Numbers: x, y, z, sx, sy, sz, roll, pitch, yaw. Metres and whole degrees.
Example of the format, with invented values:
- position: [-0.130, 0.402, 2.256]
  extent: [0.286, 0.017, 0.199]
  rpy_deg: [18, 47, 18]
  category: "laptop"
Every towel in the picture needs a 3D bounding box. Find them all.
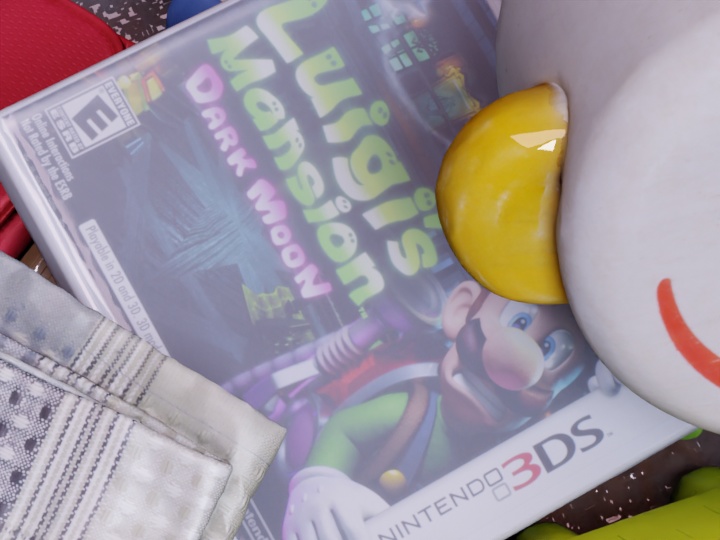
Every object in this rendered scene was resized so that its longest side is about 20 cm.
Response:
- position: [-0.149, 0.081, 0.891]
  extent: [0.192, 0.035, 0.201]
  rpy_deg: [28, 76, 8]
  category: "towel"

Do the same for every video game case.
- position: [0.000, 0.000, 0.986]
  extent: [0.181, 0.023, 0.201]
  rpy_deg: [-28, 84, -20]
  category: "video game case"

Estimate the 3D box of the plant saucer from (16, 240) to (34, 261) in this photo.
- position: [-0.178, 0.002, 1.059]
  extent: [0.199, 0.036, 0.201]
  rpy_deg: [0, 65, 1]
  category: "plant saucer"

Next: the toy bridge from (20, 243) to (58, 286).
- position: [-0.141, 0.090, 1.006]
  extent: [0.067, 0.027, 0.200]
  rpy_deg: [38, 82, -17]
  category: "toy bridge"

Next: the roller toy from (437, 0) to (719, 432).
- position: [0.138, -0.046, 0.904]
  extent: [0.199, 0.183, 0.140]
  rpy_deg: [25, 31, -29]
  category: "roller toy"

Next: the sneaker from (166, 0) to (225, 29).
- position: [-0.047, -0.008, 1.040]
  extent: [0.111, 0.077, 0.201]
  rpy_deg: [-22, 73, -20]
  category: "sneaker"

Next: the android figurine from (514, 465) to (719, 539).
- position: [0.108, 0.095, 0.930]
  extent: [0.181, 0.200, 0.041]
  rpy_deg: [-18, 95, -7]
  category: "android figurine"

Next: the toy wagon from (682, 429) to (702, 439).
- position: [0.081, -0.033, 1.073]
  extent: [0.199, 0.040, 0.156]
  rpy_deg: [22, 67, 11]
  category: "toy wagon"

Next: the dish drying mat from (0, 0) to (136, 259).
- position: [-0.154, -0.016, 1.032]
  extent: [0.077, 0.018, 0.200]
  rpy_deg: [29, 70, 26]
  category: "dish drying mat"
